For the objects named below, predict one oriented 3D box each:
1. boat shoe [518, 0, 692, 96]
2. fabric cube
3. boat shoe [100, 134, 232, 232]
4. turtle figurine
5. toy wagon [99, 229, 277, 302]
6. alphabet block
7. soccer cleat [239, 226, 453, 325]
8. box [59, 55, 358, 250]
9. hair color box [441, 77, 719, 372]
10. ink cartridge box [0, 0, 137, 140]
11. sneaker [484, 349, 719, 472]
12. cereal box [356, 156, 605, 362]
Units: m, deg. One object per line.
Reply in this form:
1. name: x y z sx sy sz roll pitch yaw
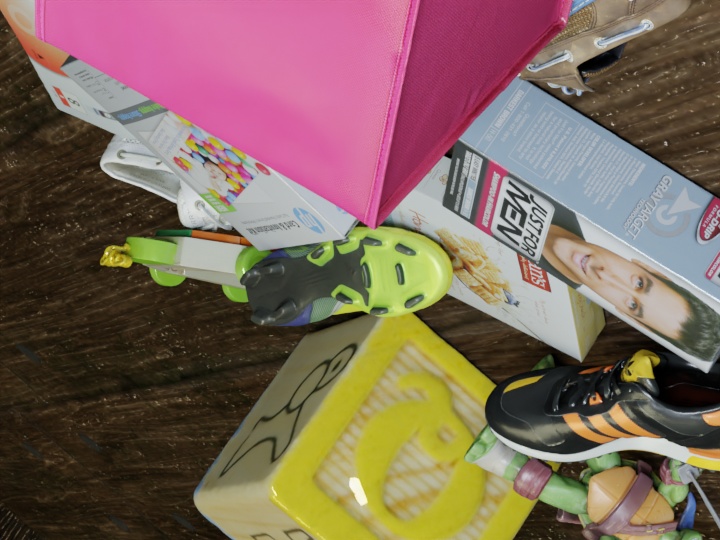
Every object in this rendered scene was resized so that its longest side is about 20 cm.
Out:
1. boat shoe: 0.106 -0.129 1.230 0.072 0.072 0.200 39 160 -12
2. fabric cube: -0.012 -0.183 1.060 0.198 0.200 0.197 29 138 17
3. boat shoe: -0.112 -0.058 1.741 0.199 0.070 0.071 24 155 28
4. turtle figurine: 0.176 0.164 1.663 0.194 0.200 0.144 40 126 3
5. toy wagon: -0.105 -0.004 1.767 0.199 0.040 0.155 14 173 -32
6. alphabet block: 0.011 0.167 1.860 0.196 0.196 0.200 39 161 -12
7. soccer cleat: 0.000 -0.001 1.603 0.199 0.083 0.065 -10 97 47
8. box: -0.101 -0.096 1.574 0.200 0.041 0.156 42 162 -18
9. hair color box: 0.150 -0.029 1.392 0.199 0.061 0.099 32 159 10
10. ink cartridge box: -0.167 -0.146 1.672 0.199 0.050 0.163 28 159 30
11. sneaker: 0.177 0.081 1.539 0.198 0.070 0.090 4 143 19
12. cereal box: 0.070 -0.024 1.563 0.199 0.040 0.144 27 159 25
